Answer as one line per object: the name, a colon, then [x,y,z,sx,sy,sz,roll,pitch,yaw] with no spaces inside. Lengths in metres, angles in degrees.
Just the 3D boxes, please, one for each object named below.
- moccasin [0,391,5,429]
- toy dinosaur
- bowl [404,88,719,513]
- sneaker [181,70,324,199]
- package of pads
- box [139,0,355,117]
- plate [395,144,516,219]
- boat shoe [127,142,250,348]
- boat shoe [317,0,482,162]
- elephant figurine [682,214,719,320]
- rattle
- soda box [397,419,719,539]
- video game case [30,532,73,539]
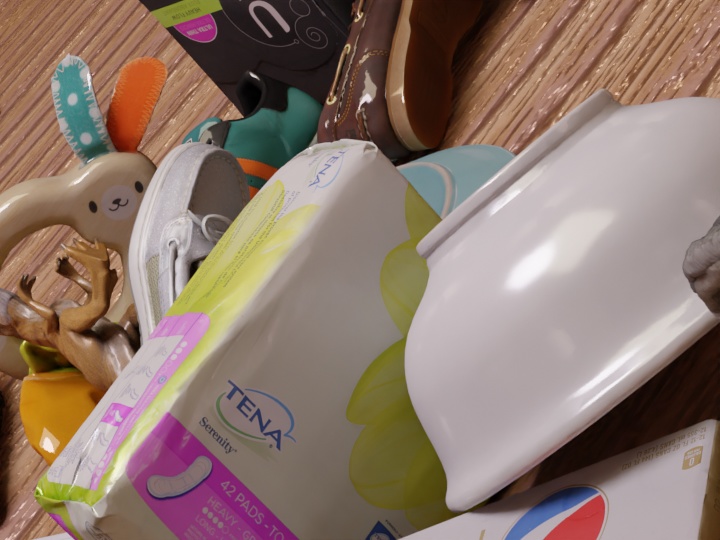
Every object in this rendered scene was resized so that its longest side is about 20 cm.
moccasin: [-0.257,0.101,1.299,0.077,0.074,0.202,-30,35,8]
toy dinosaur: [-0.128,0.044,1.131,0.200,0.060,0.107,36,119,40]
bowl: [0.085,-0.005,0.820,0.201,0.090,0.201,-39,-2,-1]
sneaker: [-0.079,-0.032,1.206,0.071,0.080,0.200,-48,8,50]
package of pads: [-0.021,0.063,0.885,0.200,0.155,0.068,-53,25,-22]
box: [-0.019,-0.215,1.381,0.148,0.124,0.200,-12,39,49]
plate: [0.000,0.000,1.119,0.200,0.026,0.201,-34,26,19]
boat shoe: [-0.074,0.027,1.082,0.065,0.074,0.203,-15,58,35]
boat shoe: [0.022,-0.143,1.248,0.070,0.070,0.201,-13,41,32]
elephant figurine: [0.172,-0.016,0.663,0.155,0.200,0.142,-25,30,35]
rattle: [-0.153,-0.012,1.204,0.201,0.130,0.143,-60,7,14]
soda box: [0.059,0.126,0.772,0.199,0.064,0.068,-25,29,33]
video game case: [-0.143,0.198,0.984,0.199,0.045,0.182,-17,33,45]
